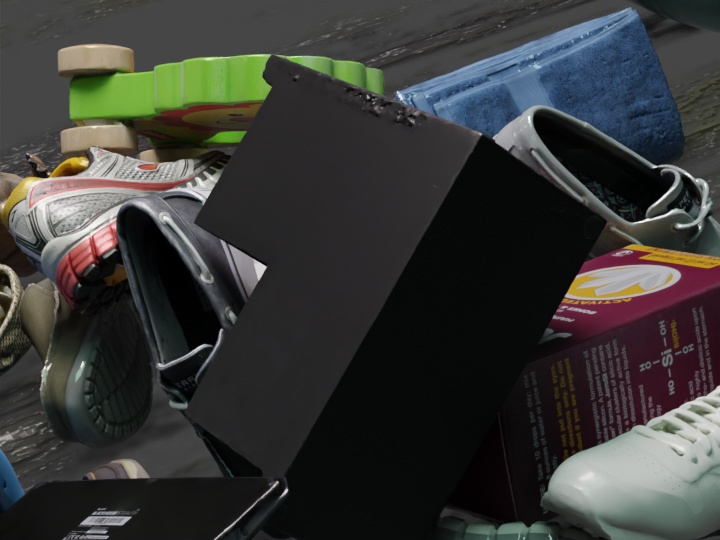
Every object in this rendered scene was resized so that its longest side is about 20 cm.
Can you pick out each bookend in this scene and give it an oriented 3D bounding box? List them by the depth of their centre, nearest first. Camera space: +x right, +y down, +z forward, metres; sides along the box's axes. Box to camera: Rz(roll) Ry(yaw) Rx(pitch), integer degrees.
[{"bbox_3d":[-0.014,0.017,0.998,0.199,0.092,0.200,26,86,55],"label":"bookend"}]

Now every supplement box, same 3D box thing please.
[{"bbox_3d":[0.115,0.056,1.068,0.200,0.086,0.110,-19,17,-34],"label":"supplement box"}]

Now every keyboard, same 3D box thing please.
[{"bbox_3d":[-0.117,0.136,0.926,0.200,0.040,0.104,-8,25,50],"label":"keyboard"}]

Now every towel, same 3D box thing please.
[{"bbox_3d":[0.119,-0.092,1.328,0.200,0.112,0.049,-22,0,-29],"label":"towel"}]

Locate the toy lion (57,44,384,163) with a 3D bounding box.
[{"bbox_3d":[-0.074,-0.101,1.243,0.191,0.069,0.200,-2,-4,16],"label":"toy lion"}]

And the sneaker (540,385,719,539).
[{"bbox_3d":[0.163,0.093,0.985,0.200,0.081,0.076,4,22,-47],"label":"sneaker"}]

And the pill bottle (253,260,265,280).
[{"bbox_3d":[0.000,0.000,1.185,0.112,0.113,0.200,20,40,33],"label":"pill bottle"}]

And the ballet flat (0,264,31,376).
[{"bbox_3d":[-0.247,0.059,1.150,0.068,0.075,0.200,11,35,16],"label":"ballet flat"}]

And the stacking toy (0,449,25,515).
[{"bbox_3d":[-0.251,0.166,0.981,0.109,0.116,0.200,1,46,23],"label":"stacking toy"}]

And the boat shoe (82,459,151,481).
[{"bbox_3d":[-0.123,0.162,0.979,0.073,0.075,0.200,-9,32,-9],"label":"boat shoe"}]

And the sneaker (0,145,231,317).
[{"bbox_3d":[-0.131,-0.042,1.167,0.082,0.078,0.200,40,23,10],"label":"sneaker"}]

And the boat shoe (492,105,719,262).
[{"bbox_3d":[0.164,-0.028,1.179,0.200,0.072,0.070,29,51,-9],"label":"boat shoe"}]

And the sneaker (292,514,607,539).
[{"bbox_3d":[0.042,0.173,0.961,0.200,0.075,0.116,9,43,28],"label":"sneaker"}]

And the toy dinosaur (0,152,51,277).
[{"bbox_3d":[-0.231,-0.027,1.268,0.200,0.136,0.086,23,23,-41],"label":"toy dinosaur"}]

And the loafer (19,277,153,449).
[{"bbox_3d":[-0.161,0.041,1.187,0.069,0.075,0.200,-14,26,9],"label":"loafer"}]

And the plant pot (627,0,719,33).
[{"bbox_3d":[0.275,-0.267,1.513,0.161,0.201,0.200,36,48,28],"label":"plant pot"}]

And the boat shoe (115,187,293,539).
[{"bbox_3d":[-0.074,0.052,1.054,0.072,0.201,0.068,-23,-8,34],"label":"boat shoe"}]
